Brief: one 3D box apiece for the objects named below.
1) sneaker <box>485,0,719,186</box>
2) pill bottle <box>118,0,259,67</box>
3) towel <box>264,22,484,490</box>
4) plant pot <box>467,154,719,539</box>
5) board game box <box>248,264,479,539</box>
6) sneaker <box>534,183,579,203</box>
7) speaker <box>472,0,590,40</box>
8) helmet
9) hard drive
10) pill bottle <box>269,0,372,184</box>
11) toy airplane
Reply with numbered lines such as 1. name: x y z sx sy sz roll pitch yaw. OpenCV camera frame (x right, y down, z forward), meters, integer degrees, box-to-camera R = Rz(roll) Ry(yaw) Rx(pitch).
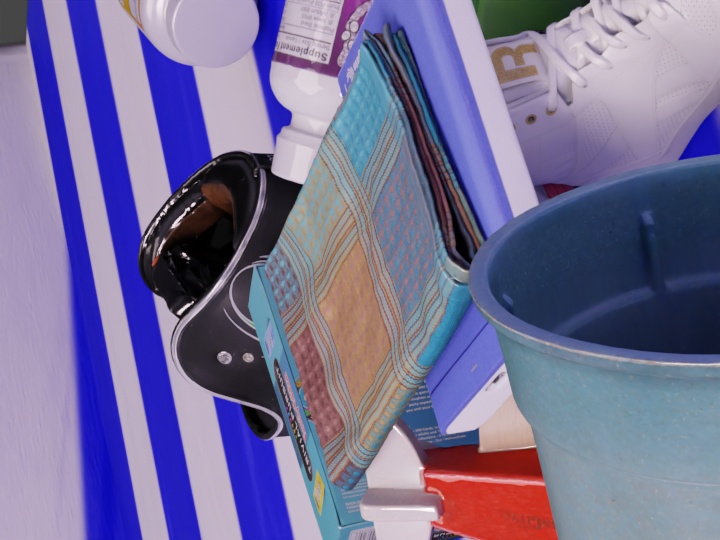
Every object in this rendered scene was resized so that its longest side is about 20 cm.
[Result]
1. sneaker: 0.111 -0.101 0.757 0.200 0.116 0.074 109 150 -52
2. pill bottle: -0.162 -0.259 1.547 0.200 0.111 0.111 -131 37 -60
3. towel: 0.000 0.000 0.794 0.200 0.022 0.147 118 141 -50
4. plant pot: 0.152 0.078 0.608 0.200 0.200 0.196 -138 35 -64
5. board game box: 0.027 0.077 1.034 0.047 0.151 0.200 103 153 -49
6. sneaker: 0.082 0.003 0.931 0.200 0.075 0.081 84 167 -57
7. speaker: 0.082 -0.145 0.872 0.200 0.088 0.088 100 155 -44
8. helmet: -0.053 0.021 1.200 0.200 0.191 0.200 -34 39 33
9. hard drive: 0.039 -0.039 0.767 0.132 0.025 0.200 121 138 -59
10. pill bottle: 0.008 -0.146 0.980 0.112 0.112 0.200 -149 70 -68
11. toy airplane: 0.098 0.108 0.843 0.199 0.141 0.200 46 133 12
